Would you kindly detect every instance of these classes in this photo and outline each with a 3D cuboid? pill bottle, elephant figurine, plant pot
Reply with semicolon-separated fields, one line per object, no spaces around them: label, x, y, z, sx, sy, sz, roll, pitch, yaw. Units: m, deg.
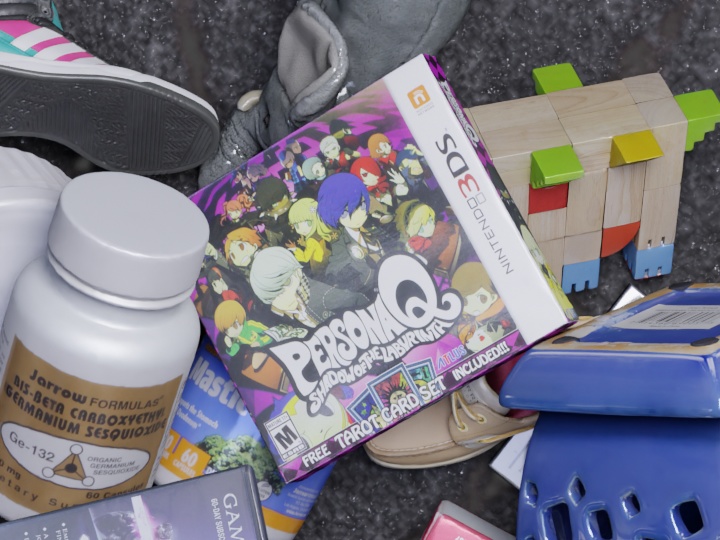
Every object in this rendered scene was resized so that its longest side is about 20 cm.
pill bottle;-0.156;0.049;1.446;0.114;0.114;0.201;21;119;2
elephant figurine;-0.010;-0.119;1.529;0.141;0.155;0.201;18;87;-3
pill bottle;-0.046;0.061;1.542;0.112;0.112;0.201;28;92;2
plant pot;0.206;0.109;1.416;0.199;0.199;0.181;-22;104;-39

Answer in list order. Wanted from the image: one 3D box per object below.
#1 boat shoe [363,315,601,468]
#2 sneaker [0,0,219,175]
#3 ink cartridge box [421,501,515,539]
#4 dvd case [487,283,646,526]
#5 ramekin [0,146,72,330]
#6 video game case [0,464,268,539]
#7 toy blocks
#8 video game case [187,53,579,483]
boat shoe;0.085;0.070;1.543;0.199;0.069;0.074;-22;74;13
sneaker;-0.188;-0.129;1.553;0.199;0.121;0.084;13;129;-17
ink cartridge box;0.067;0.269;1.546;0.145;0.083;0.201;28;92;2
dvd case;0.205;0.129;1.575;0.200;0.025;0.151;38;93;2
ramekin;-0.238;0.014;1.519;0.201;0.094;0.203;-15;131;-18
video game case;-0.144;0.203;1.407;0.199;0.019;0.144;-13;74;3
toy blocks;0.120;-0.042;1.532;0.199;0.100;0.137;-11;134;-12
video game case;0.000;0.000;1.452;0.199;0.036;0.182;-30;82;14
